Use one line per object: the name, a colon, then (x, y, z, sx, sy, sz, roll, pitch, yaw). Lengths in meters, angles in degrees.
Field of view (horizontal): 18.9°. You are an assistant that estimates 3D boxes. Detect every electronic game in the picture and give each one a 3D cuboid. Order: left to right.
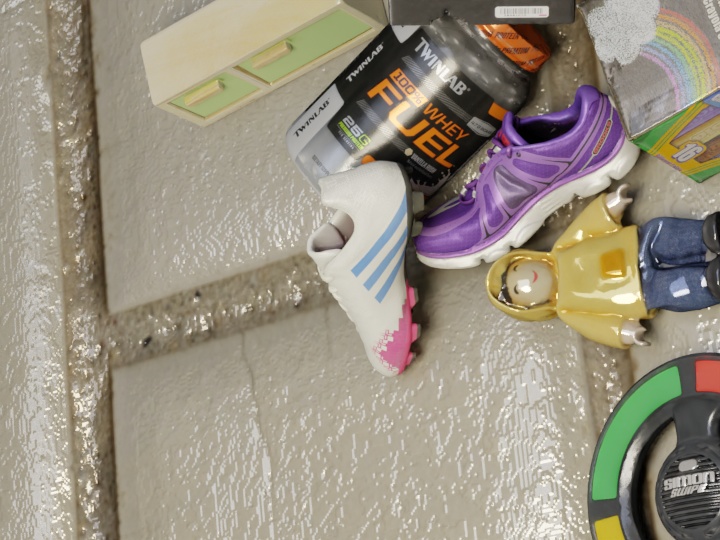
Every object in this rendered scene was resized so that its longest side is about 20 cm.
electronic game: (0.243, 0.157, 1.531, 0.200, 0.042, 0.201, -11, 73, 42)

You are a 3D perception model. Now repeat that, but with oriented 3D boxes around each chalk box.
chalk box: (0.282, -0.173, 1.556, 0.200, 0.124, 0.125, -29, 63, 24)

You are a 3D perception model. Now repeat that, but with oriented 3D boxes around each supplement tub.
supplement tub: (0.047, -0.133, 1.699, 0.200, 0.122, 0.123, -45, 58, 16)

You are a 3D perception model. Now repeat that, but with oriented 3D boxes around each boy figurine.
boy figurine: (0.186, -0.003, 1.613, 0.200, 0.064, 0.125, -6, 78, 30)

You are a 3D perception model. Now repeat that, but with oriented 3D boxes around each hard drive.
hard drive: (0.095, -0.251, 1.653, 0.139, 0.038, 0.200, 1, 35, 6)

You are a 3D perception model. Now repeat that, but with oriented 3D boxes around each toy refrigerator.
toy refrigerator: (-0.082, -0.195, 1.828, 0.200, 0.076, 0.070, -25, 66, 26)

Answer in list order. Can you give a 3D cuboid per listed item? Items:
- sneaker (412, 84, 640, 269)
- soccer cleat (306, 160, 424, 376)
sneaker: (0.115, -0.077, 1.652, 0.200, 0.083, 0.081, -35, 29, 19)
soccer cleat: (0.000, 0.000, 1.668, 0.086, 0.200, 0.070, -8, 38, -10)
